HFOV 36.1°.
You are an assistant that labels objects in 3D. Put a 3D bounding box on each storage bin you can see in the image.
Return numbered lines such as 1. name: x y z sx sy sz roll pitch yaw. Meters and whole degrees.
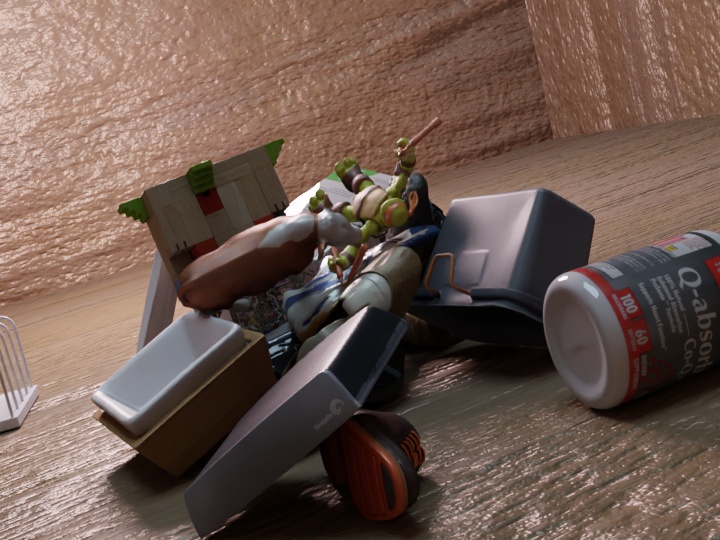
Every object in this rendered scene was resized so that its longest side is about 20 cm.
1. storage bin: 0.143 -0.008 1.145 0.144 0.137 0.199 24 -15 -30

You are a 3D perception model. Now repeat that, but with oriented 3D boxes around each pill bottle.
1. pill bottle: 0.264 0.033 0.934 0.197 0.118 0.116 -17 9 -18

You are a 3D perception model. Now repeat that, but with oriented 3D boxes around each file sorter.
1. file sorter: -0.532 0.149 1.500 0.136 0.127 0.200 -16 9 -7

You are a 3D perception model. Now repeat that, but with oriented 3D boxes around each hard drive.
1. hard drive: -0.053 0.112 0.846 0.200 0.042 0.135 -43 6 33

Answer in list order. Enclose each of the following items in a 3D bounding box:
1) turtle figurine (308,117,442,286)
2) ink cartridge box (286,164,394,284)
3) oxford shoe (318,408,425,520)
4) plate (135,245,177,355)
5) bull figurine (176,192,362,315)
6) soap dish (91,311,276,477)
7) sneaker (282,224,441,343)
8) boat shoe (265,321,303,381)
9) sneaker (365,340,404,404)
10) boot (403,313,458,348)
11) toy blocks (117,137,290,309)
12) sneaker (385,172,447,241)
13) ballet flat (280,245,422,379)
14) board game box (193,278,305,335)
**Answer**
1. turtle figurine: 0.016 -0.079 1.200 0.064 0.202 0.161 29 -1 -31
2. ink cartridge box: -0.031 -0.047 1.462 0.145 0.085 0.199 19 46 42
3. oxford shoe: 0.018 0.136 0.842 0.071 0.073 0.200 -11 7 -13
4. plate: -0.256 0.071 1.378 0.032 0.203 0.200 10 3 -13
5. bull figurine: -0.094 -0.011 1.140 0.197 0.066 0.122 -21 -14 -4
6. soap dish: -0.175 0.120 1.096 0.157 0.082 0.199 -41 17 -18
7. sneaker: 0.000 0.000 1.219 0.199 0.076 0.088 -34 48 -14
8. boat shoe: -0.093 0.108 1.231 0.197 0.073 0.068 -17 45 -16
9. sneaker: -0.029 0.100 1.049 0.072 0.083 0.199 24 32 30
10. boot: 0.064 0.048 1.359 0.174 0.067 0.198 -21 9 -40
11. toy blocks: -0.150 -0.046 1.235 0.198 0.139 0.100 -24 -4 -24
12. sneaker: 0.074 -0.051 1.297 0.089 0.077 0.201 -3 -28 -1
13. ballet flat: -0.015 0.057 1.127 0.200 0.068 0.072 -47 -20 14
14. board game box: -0.148 0.008 1.344 0.095 0.203 0.160 -17 -18 -23
